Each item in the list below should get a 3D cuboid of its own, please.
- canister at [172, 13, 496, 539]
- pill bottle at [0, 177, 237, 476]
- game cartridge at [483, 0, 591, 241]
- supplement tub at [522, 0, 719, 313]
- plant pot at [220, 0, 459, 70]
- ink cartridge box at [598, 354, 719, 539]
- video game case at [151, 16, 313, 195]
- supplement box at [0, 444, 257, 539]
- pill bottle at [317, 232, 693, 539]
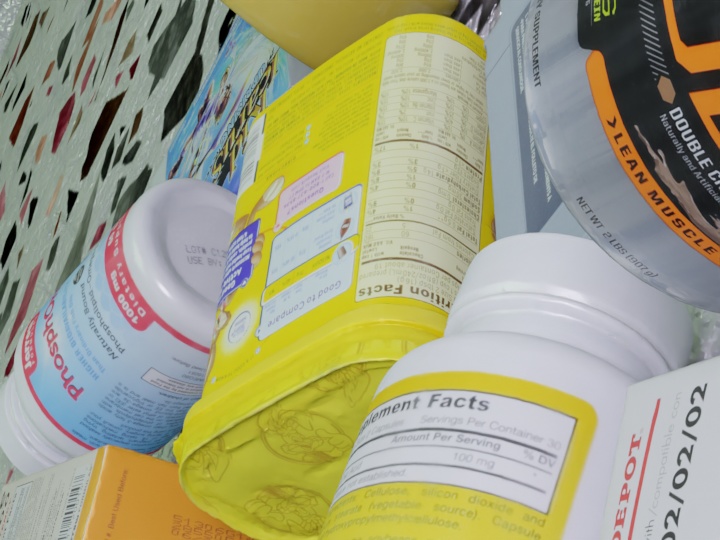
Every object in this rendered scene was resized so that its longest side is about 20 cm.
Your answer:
[{"bbox_3d":[0.000,0.000,0.896,0.148,0.086,0.201,-31,37,37],"label":"canister"},{"bbox_3d":[-0.130,0.044,1.182,0.200,0.108,0.109,-43,31,39],"label":"pill bottle"},{"bbox_3d":[0.097,-0.077,0.813,0.133,0.041,0.201,-50,27,37],"label":"game cartridge"},{"bbox_3d":[0.126,-0.062,0.445,0.200,0.122,0.123,152,135,-68],"label":"supplement tub"},{"bbox_3d":[-0.003,-0.223,1.026,0.189,0.200,0.201,-49,24,15],"label":"plant pot"},{"bbox_3d":[0.116,0.083,0.538,0.200,0.068,0.116,-30,43,63],"label":"ink cartridge box"},{"bbox_3d":[-0.073,-0.075,1.281,0.201,0.045,0.182,-59,22,29],"label":"video game case"},{"bbox_3d":[-0.104,0.146,1.011,0.200,0.125,0.074,154,132,-65],"label":"supplement box"},{"bbox_3d":[0.043,0.090,0.651,0.111,0.111,0.201,-41,22,55],"label":"pill bottle"}]
